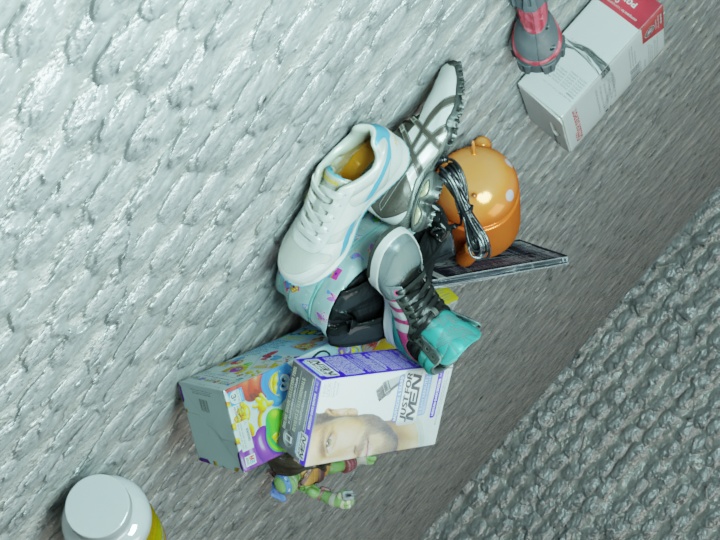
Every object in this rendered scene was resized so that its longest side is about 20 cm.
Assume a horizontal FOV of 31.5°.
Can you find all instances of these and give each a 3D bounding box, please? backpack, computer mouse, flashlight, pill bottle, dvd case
[{"bbox_3d":[0.000,0.000,1.506,0.200,0.126,0.168,-31,143,-38],"label":"backpack"},{"bbox_3d":[0.072,-0.069,1.576,0.046,0.141,0.200,-25,-169,-30],"label":"computer mouse"},{"bbox_3d":[0.196,-0.288,1.450,0.068,0.068,0.200,-52,163,-3],"label":"flashlight"},{"bbox_3d":[-0.291,0.304,1.501,0.104,0.104,0.200,-41,161,-18],"label":"pill bottle"},{"bbox_3d":[0.161,-0.010,1.736,0.199,0.149,0.016,-9,103,-18],"label":"dvd case"}]

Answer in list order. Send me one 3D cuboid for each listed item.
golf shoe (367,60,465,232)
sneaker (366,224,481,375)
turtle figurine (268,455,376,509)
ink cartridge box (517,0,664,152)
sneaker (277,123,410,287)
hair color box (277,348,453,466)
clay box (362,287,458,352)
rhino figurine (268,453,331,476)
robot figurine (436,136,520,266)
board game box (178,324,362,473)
[{"bbox_3d":[0.060,-0.147,1.429,0.078,0.094,0.201,67,39,-84],"label":"golf shoe"},{"bbox_3d":[0.075,0.046,1.415,0.084,0.121,0.200,-41,144,-20],"label":"sneaker"},{"bbox_3d":[-0.034,0.289,1.992,0.194,0.144,0.200,-29,158,-53],"label":"turtle figurine"},{"bbox_3d":[0.310,-0.275,1.706,0.200,0.083,0.147,-48,161,-1],"label":"ink cartridge box"},{"bbox_3d":[-0.032,-0.074,1.381,0.200,0.076,0.081,-56,152,5],"label":"sneaker"},{"bbox_3d":[0.008,0.155,1.479,0.199,0.065,0.110,-3,113,-37],"label":"hair color box"},{"bbox_3d":[0.030,0.091,1.674,0.199,0.048,0.115,-19,143,-39],"label":"clay box"},{"bbox_3d":[-0.082,0.233,1.671,0.087,0.060,0.200,-3,164,-6],"label":"rhino figurine"},{"bbox_3d":[0.154,-0.087,1.680,0.144,0.117,0.200,-45,158,-11],"label":"robot figurine"},{"bbox_3d":[-0.097,0.149,1.517,0.199,0.104,0.105,-22,-164,-35],"label":"board game box"}]
